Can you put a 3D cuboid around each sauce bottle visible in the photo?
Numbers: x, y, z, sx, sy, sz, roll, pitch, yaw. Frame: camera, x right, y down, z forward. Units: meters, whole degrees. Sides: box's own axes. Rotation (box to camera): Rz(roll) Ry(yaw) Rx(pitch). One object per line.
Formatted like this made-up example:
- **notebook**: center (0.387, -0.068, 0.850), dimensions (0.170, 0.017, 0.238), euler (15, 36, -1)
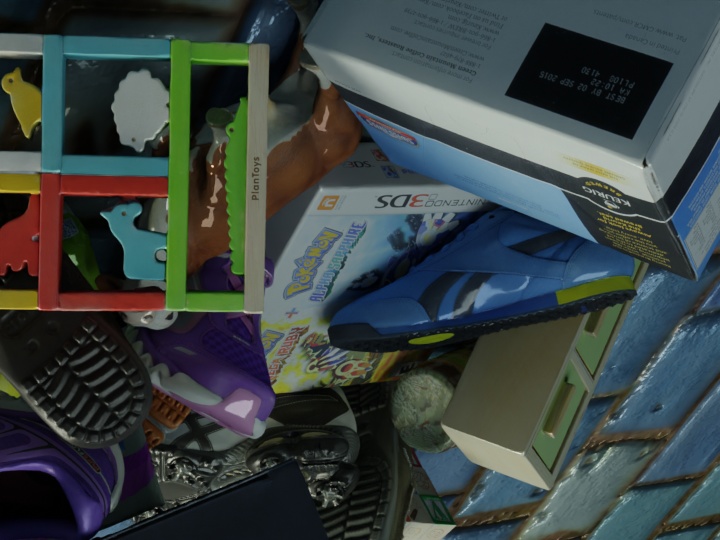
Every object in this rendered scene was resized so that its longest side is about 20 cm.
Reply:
- **sauce bottle**: center (0.095, 0.080, 1.208), dimensions (0.065, 0.065, 0.200), euler (-49, 164, 28)

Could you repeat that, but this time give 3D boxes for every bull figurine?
- **bull figurine**: center (-0.069, -0.056, 0.878), dimensions (0.200, 0.065, 0.122), euler (-44, 154, -34)

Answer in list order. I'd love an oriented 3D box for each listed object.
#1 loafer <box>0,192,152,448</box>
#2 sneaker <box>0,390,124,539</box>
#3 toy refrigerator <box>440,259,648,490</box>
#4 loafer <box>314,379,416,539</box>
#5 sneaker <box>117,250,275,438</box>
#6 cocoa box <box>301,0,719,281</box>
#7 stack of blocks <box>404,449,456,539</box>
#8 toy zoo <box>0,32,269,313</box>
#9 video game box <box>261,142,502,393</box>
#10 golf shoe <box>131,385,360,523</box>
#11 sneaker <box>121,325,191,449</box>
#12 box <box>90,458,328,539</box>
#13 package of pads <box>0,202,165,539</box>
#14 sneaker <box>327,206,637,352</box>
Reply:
- **loafer**: center (-0.181, 0.004, 0.837), dimensions (0.073, 0.200, 0.071), euler (-35, -175, -4)
- **sneaker**: center (-0.219, 0.093, 0.835), dimensions (0.199, 0.084, 0.081), euler (8, 114, -6)
- **toy refrigerator**: center (0.133, 0.037, 1.111), dimensions (0.201, 0.070, 0.076), euler (-63, 151, -16)
- **loafer**: center (0.012, 0.156, 1.155), dimensions (0.075, 0.201, 0.070), euler (-18, 128, 28)
- **sneaker**: center (-0.083, 0.022, 0.935), dimensions (0.080, 0.200, 0.089), euler (36, 96, -24)
- **cocoa box**: center (0.100, -0.105, 0.834), dimensions (0.134, 0.199, 0.131), euler (-60, 149, -11)
- **stack of blocks**: center (-0.019, 0.180, 1.243), dimensions (0.200, 0.115, 0.059), euler (14, 128, -48)
- **toy zoo**: center (-0.144, -0.046, 0.793), dimensions (0.199, 0.132, 0.020), euler (1, -179, -5)
- **video game box**: center (0.000, 0.000, 1.076), dimensions (0.182, 0.047, 0.200), euler (-2, 138, -35)
- **golf shoe**: center (-0.099, 0.119, 1.138), dimensions (0.199, 0.095, 0.078), euler (-2, 131, 4)
- **sneaker**: center (-0.178, 0.101, 1.062), dimensions (0.076, 0.092, 0.200), euler (43, 85, -17)
- **box**: center (-0.139, 0.205, 0.913), dimensions (0.196, 0.118, 0.200), euler (-18, 173, -40)
- **package of pads**: center (-0.209, 0.074, 0.936), dimensions (0.154, 0.068, 0.201), euler (-20, 123, -16)
- **sneaker**: center (0.073, 0.001, 1.053), dimensions (0.199, 0.079, 0.066), euler (-14, 170, 3)
